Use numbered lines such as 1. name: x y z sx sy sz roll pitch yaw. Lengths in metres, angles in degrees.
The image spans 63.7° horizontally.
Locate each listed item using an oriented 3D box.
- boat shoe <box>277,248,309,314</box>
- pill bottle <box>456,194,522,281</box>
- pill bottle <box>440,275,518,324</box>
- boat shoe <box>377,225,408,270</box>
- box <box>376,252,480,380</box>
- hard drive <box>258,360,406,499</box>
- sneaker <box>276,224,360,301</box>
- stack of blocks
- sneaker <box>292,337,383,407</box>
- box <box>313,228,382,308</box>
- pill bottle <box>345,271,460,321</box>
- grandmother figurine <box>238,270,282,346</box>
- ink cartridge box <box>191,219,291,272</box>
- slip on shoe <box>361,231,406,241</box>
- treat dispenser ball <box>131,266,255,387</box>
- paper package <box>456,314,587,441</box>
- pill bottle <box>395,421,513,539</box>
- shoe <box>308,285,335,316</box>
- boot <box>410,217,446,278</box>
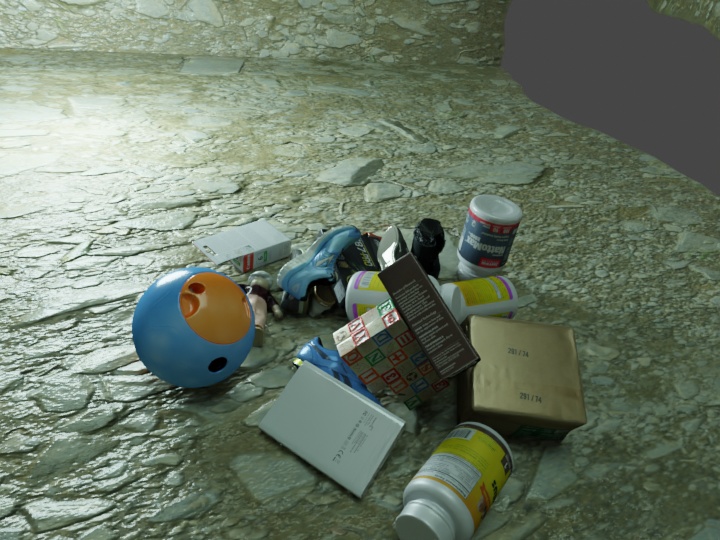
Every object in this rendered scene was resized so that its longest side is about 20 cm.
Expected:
1. boat shoe: -0.145 0.015 1.241 0.066 0.072 0.201 6 35 -14
2. pill bottle: 0.293 -0.063 1.355 0.119 0.201 0.120 7 34 -4
3. pill bottle: 0.225 0.073 1.225 0.199 0.105 0.104 -7 37 -24
4. boat shoe: 0.078 -0.015 1.255 0.057 0.067 0.200 35 35 -28
5. box: 0.113 0.077 0.949 0.075 0.100 0.200 -31 74 7
6. hard drive: -0.046 0.247 0.920 0.200 0.027 0.132 27 68 23
7. sneaker: -0.070 -0.011 1.176 0.200 0.078 0.090 -41 76 -14
8. stack of blocks: 0.056 0.153 0.984 0.115 0.200 0.059 -33 37 6
9. sneaker: -0.028 0.183 1.012 0.200 0.066 0.078 30 69 30
10. box: 0.000 0.000 1.265 0.161 0.049 0.200 8 41 -34
11. pill bottle: 0.081 0.059 1.081 0.199 0.105 0.104 4 30 24
12. grandmother figurine: -0.217 0.064 1.172 0.121 0.061 0.200 34 27 -16
13. ink cartridge box: -0.270 -0.050 1.327 0.200 0.051 0.109 -23 47 -38
14. slip on shoe: 0.027 -0.062 1.412 0.199 0.061 0.074 -6 35 -25
15. treat dispenser ball: -0.278 0.095 0.977 0.200 0.201 0.201 7 34 -5
16. paper package: 0.272 0.189 1.020 0.199 0.104 0.191 7 58 -4
17. pill bottle: 0.135 0.317 0.838 0.109 0.110 0.200 28 38 25
18. shoe: -0.082 0.024 1.259 0.070 0.053 0.200 25 32 -11
19. boot: 0.154 -0.047 1.325 0.076 0.169 0.200 18 34 9
